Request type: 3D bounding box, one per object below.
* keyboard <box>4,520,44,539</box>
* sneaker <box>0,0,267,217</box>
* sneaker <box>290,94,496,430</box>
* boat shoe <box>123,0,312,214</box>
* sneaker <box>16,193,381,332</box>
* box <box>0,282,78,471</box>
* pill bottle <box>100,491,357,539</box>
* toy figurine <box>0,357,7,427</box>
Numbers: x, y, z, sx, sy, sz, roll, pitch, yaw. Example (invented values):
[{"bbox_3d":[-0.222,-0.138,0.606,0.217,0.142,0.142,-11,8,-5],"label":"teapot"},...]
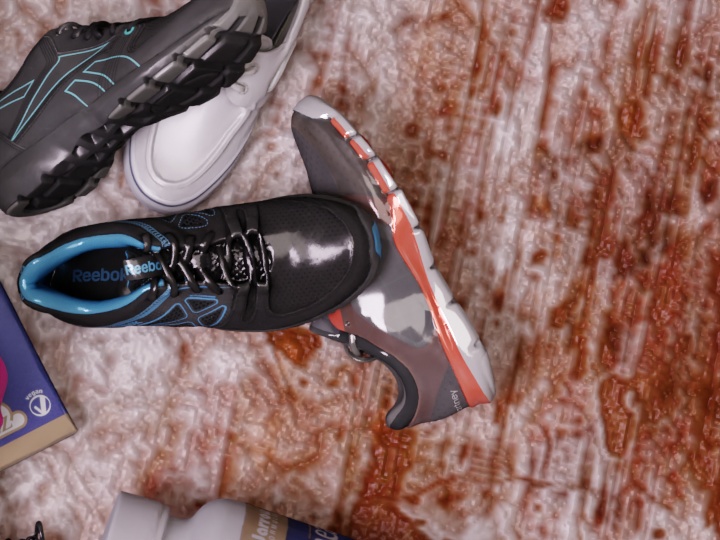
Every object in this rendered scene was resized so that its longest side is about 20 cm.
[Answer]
[{"bbox_3d":[-0.208,0.207,1.419,0.104,0.040,0.200,-12,100,5],"label":"keyboard"},{"bbox_3d":[-0.138,-0.107,1.392,0.200,0.075,0.079,-33,73,26],"label":"sneaker"},{"bbox_3d":[0.000,0.000,1.435,0.082,0.077,0.200,-28,90,-1],"label":"sneaker"},{"bbox_3d":[-0.076,-0.127,1.435,0.073,0.065,0.200,22,85,-5],"label":"boat shoe"},{"bbox_3d":[-0.088,0.002,1.394,0.200,0.082,0.073,-9,89,12],"label":"sneaker"},{"bbox_3d":[-0.255,0.028,1.425,0.121,0.032,0.200,-27,90,-7],"label":"box"},{"bbox_3d":[-0.049,0.189,1.400,0.200,0.111,0.111,19,85,-6],"label":"pill bottle"},{"bbox_3d":[-0.265,0.053,1.323,0.200,0.184,0.150,45,102,17],"label":"toy figurine"}]
